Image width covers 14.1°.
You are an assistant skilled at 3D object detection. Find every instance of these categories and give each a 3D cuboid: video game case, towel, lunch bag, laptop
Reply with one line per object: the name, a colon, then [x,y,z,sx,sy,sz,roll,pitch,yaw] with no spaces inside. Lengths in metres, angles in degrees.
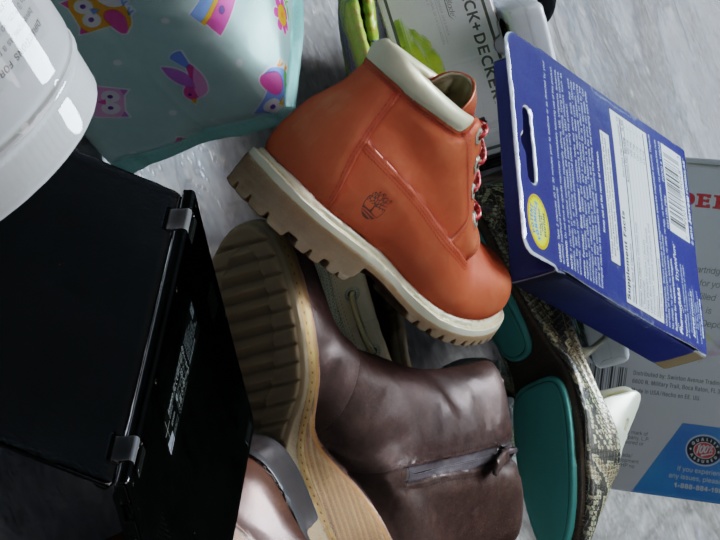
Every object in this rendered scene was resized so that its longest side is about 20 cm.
video game case: [0.104,-0.060,1.627,0.182,0.023,0.201,-112,-173,-78]
towel: [0.017,-0.071,1.578,0.200,0.023,0.144,81,-7,-71]
lunch bag: [-0.105,-0.176,1.339,0.170,0.121,0.201,49,34,-41]
laptop: [-0.126,0.049,1.166,0.188,0.115,0.201,-81,162,-52]

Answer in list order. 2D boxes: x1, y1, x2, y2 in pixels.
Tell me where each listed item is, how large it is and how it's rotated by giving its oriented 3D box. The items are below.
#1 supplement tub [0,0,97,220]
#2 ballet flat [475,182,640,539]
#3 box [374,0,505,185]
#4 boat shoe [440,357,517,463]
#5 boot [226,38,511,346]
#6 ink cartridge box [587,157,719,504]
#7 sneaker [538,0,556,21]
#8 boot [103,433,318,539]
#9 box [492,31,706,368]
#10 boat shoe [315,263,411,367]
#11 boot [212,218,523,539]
supplement tub: [-0.196,-0.110,1.030,0.200,0.131,0.132,58,23,-28]
ballet flat: [0.104,0.047,1.518,0.075,0.068,0.201,-15,84,-28]
box: [0.051,-0.095,1.636,0.200,0.060,0.117,88,-14,-81]
boat shoe: [0.060,0.078,1.572,0.202,0.074,0.065,-20,105,-63]
boot: [0.033,-0.035,1.352,0.075,0.107,0.200,43,5,35]
ink cartridge box: [0.191,0.035,1.750,0.085,0.144,0.201,12,85,-66]
sneaker: [0.068,-0.245,1.909,0.200,0.074,0.088,55,20,-33]
boot: [-0.043,0.174,1.240,0.189,0.068,0.200,68,21,-6]
box: [0.116,-0.034,1.488,0.200,0.032,0.122,29,52,-54]
boat shoe: [0.000,0.000,1.512,0.072,0.065,0.201,51,27,-40]
boot: [0.004,0.061,1.398,0.166,0.072,0.201,-19,103,-48]
